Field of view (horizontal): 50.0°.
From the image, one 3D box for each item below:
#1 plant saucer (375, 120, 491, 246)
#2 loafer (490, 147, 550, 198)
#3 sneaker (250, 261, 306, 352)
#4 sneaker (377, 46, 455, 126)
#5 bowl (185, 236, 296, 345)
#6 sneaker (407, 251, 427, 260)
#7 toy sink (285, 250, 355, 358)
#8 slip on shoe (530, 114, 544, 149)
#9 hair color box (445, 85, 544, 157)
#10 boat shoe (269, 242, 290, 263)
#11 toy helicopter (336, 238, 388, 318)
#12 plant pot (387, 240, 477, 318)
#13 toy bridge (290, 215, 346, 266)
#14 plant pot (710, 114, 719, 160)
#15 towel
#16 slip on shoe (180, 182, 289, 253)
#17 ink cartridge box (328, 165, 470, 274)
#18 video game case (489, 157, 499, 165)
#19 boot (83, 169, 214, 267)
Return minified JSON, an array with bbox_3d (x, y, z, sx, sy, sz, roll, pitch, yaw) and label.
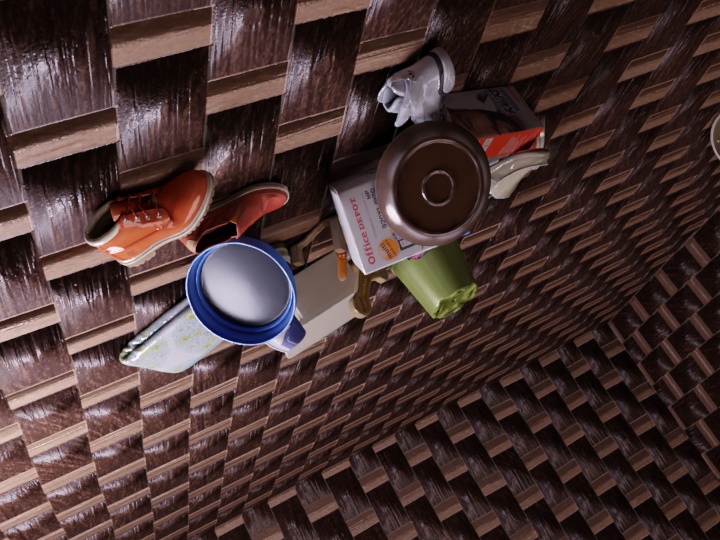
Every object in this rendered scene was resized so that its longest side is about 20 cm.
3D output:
[{"bbox_3d":[0.122,-0.136,1.240,0.197,0.203,0.032,-31,-162,-2],"label":"plant saucer"},{"bbox_3d":[0.275,-0.174,1.462,0.197,0.070,0.075,-21,179,40],"label":"loafer"},{"bbox_3d":[-0.157,0.052,1.405,0.114,0.200,0.081,-29,-157,30],"label":"sneaker"},{"bbox_3d":[0.088,-0.263,1.256,0.113,0.076,0.202,-25,152,-14],"label":"sneaker"},{"bbox_3d":[-0.204,0.034,1.343,0.200,0.200,0.040,-44,-166,26],"label":"bowl"},{"bbox_3d":[0.095,-0.063,1.515,0.076,0.085,0.198,-39,165,36],"label":"sneaker"},{"bbox_3d":[-0.101,0.068,1.616,0.197,0.113,0.131,-32,158,-14],"label":"toy sink"},{"bbox_3d":[0.348,-0.265,1.598,0.059,0.076,0.200,2,169,12],"label":"slip on shoe"},{"bbox_3d":[0.222,-0.263,1.380,0.196,0.112,0.064,-17,153,-34],"label":"hair color box"},{"bbox_3d":[-0.183,0.037,1.490,0.070,0.077,0.201,-16,152,-35],"label":"boat shoe"},{"bbox_3d":[0.000,0.000,1.530,0.131,0.204,0.078,29,138,-27],"label":"toy helicopter"},{"bbox_3d":[0.163,-0.004,1.717,0.197,0.192,0.201,-27,158,-12],"label":"plant pot"},{"bbox_3d":[-0.043,-0.068,1.461,0.195,0.069,0.027,-18,161,19],"label":"toy bridge"},{"bbox_3d":[1.153,-0.412,2.241,0.182,0.201,0.202,-32,161,-30],"label":"plant pot"},{"bbox_3d":[-0.344,0.126,1.498,0.198,0.049,0.171,-37,154,10],"label":"towel"},{"bbox_3d":[-0.200,-0.083,1.249,0.196,0.062,0.075,-25,155,-22],"label":"slip on shoe"},{"bbox_3d":[0.062,-0.106,1.332,0.195,0.151,0.145,-21,-167,-4],"label":"ink cartridge box"},{"bbox_3d":[0.170,-0.157,1.583,0.197,0.024,0.182,-25,166,-32],"label":"video game case"},{"bbox_3d":[-0.301,-0.084,1.105,0.198,0.076,0.107,-36,152,11],"label":"boot"}]
